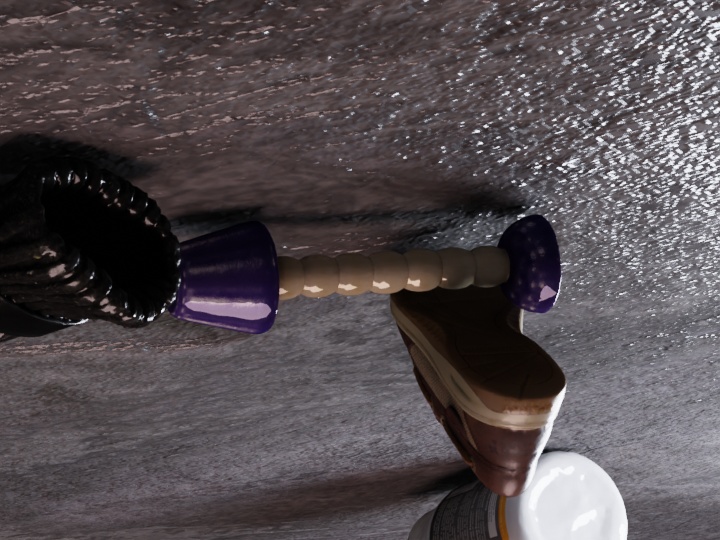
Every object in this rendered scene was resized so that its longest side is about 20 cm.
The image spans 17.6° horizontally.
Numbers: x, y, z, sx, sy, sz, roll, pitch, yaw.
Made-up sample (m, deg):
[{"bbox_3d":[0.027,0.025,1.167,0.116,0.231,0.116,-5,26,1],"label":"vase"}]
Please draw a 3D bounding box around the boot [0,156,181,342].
[{"bbox_3d":[-0.196,0.000,1.005,0.157,0.080,0.211,-10,177,37],"label":"boot"}]

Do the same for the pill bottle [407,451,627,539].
[{"bbox_3d":[0.126,0.227,1.963,0.116,0.117,0.200,1,164,-29],"label":"pill bottle"}]

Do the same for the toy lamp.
[{"bbox_3d":[0.000,0.000,1.163,0.199,0.058,0.058,-4,165,-22],"label":"toy lamp"}]

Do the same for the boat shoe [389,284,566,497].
[{"bbox_3d":[0.057,0.057,1.208,0.072,0.072,0.200,-1,-160,-14],"label":"boat shoe"}]
